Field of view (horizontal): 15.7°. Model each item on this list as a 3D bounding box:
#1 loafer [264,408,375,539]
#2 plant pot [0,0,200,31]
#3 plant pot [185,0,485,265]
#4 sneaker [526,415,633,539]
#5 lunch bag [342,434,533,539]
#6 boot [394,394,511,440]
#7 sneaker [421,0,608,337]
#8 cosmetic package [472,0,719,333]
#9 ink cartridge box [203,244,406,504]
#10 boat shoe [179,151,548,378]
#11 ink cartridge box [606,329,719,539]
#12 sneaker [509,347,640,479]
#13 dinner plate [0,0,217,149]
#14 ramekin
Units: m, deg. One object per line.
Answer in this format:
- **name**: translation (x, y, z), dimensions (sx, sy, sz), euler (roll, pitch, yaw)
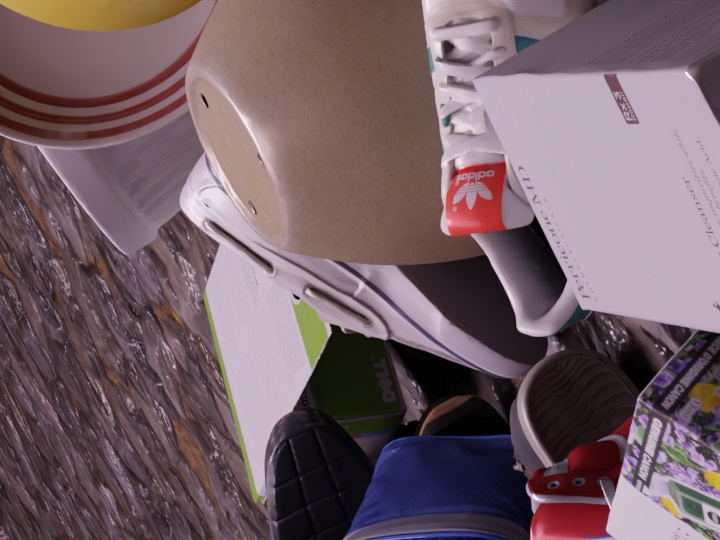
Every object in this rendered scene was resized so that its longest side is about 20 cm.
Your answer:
- **loafer**: translation (-0.013, 0.144, 1.482), dimensions (0.072, 0.072, 0.201), euler (-109, 0, -49)
- **plant pot**: translation (-0.100, -0.233, 1.184), dimensions (0.201, 0.200, 0.189), euler (61, 150, 1)
- **plant pot**: translation (-0.002, -0.081, 1.204), dimensions (0.201, 0.134, 0.201), euler (54, 163, 25)
- **sneaker**: translation (0.143, 0.106, 1.102), dimensions (0.072, 0.112, 0.200), euler (66, 163, -14)
- **lunch bag**: translation (0.064, 0.201, 1.374), dimensions (0.135, 0.132, 0.201), euler (-5, 122, 27)
- **boot**: translation (0.039, 0.114, 1.516), dimensions (0.138, 0.077, 0.201), euler (54, 162, 42)
- **sneaker**: translation (0.063, -0.064, 1.071), dimensions (0.070, 0.093, 0.200), euler (-2, 123, 36)
- **cosmetic package**: translation (0.130, -0.043, 0.960), dimensions (0.113, 0.081, 0.200), euler (63, 163, -10)
- **ink cartridge box**: translation (-0.024, 0.022, 1.487), dimensions (0.200, 0.075, 0.148), euler (114, 145, -56)
- **boat shoe**: translation (0.000, 0.000, 1.306), dimensions (0.199, 0.072, 0.066), euler (30, 131, -14)
- **ink cartridge box**: translation (0.190, 0.114, 0.975), dimensions (0.200, 0.050, 0.109), euler (35, 152, 19)
- **sneaker**: translation (0.139, 0.132, 1.262), dimensions (0.201, 0.075, 0.106), euler (63, 174, 7)
- **dinner plate**: translation (-0.140, -0.159, 1.321), dimensions (0.201, 0.200, 0.024), euler (59, -179, 9)
- **ramekin**: translation (-0.141, -0.119, 1.430), dimensions (0.201, 0.105, 0.200), euler (56, 180, 1)
